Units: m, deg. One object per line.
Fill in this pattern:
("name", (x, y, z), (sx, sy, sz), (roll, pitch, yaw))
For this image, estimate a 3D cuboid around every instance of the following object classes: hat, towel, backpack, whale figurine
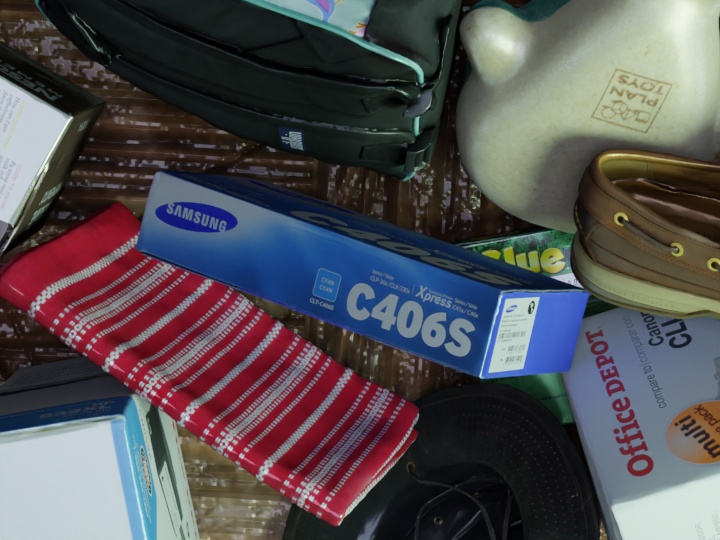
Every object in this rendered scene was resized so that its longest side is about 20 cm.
("hat", (0.054, 0.157, 1.076), (0.200, 0.081, 0.202), (-16, 63, 35))
("towel", (-0.070, 0.040, 1.023), (0.200, 0.145, 0.023), (34, 111, 7))
("backpack", (-0.049, -0.144, 0.999), (0.199, 0.176, 0.154), (12, 77, 4))
("whale figurine", (0.123, -0.108, 1.006), (0.158, 0.104, 0.200), (14, 137, -10))

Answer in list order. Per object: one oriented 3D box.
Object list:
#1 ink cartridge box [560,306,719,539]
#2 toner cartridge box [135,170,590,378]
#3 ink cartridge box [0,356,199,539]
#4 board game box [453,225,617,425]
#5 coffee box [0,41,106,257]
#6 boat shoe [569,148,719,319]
("ink cartridge box", (0.210, 0.091, 1.015), (0.199, 0.146, 0.145), (-19, 124, 4))
("toner cartridge box", (0.000, 0.000, 1.012), (0.199, 0.095, 0.043), (19, 98, 29))
("ink cartridge box", (-0.130, 0.126, 1.022), (0.083, 0.200, 0.146), (-11, 97, 1))
("board game box", (0.154, 0.018, 1.090), (0.199, 0.023, 0.105), (-9, 100, 2))
("coffee box", (-0.235, -0.094, 1.040), (0.199, 0.113, 0.080), (30, 97, -2))
("boat shoe", (0.191, -0.012, 0.956), (0.199, 0.072, 0.068), (10, 137, 17))
